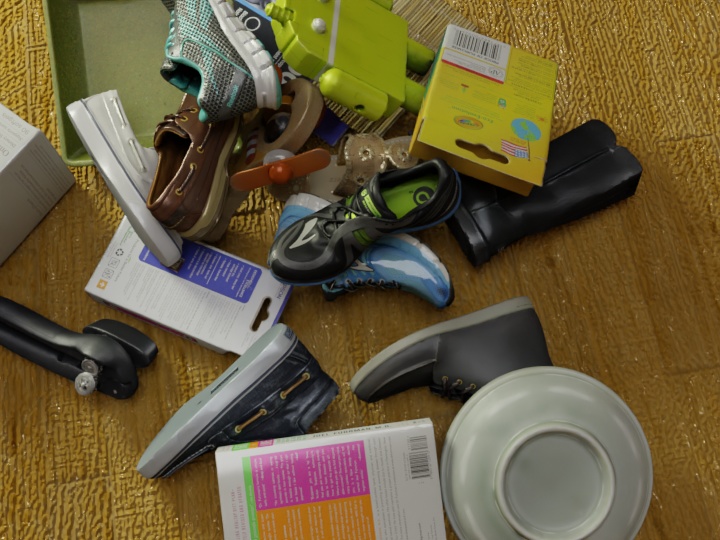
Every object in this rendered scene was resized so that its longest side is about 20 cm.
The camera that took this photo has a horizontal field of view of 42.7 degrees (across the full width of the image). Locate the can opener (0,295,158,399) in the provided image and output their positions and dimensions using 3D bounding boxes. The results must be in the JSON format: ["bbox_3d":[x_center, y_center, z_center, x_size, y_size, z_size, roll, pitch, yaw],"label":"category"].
[{"bbox_3d":[-0.305,0.075,0.922,0.199,0.079,0.064,16,110,10],"label":"can opener"}]

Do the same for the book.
[{"bbox_3d":[-0.025,0.215,0.840,0.198,0.048,0.135,-6,91,-3],"label":"book"}]

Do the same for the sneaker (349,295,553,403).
[{"bbox_3d":[0.095,0.106,0.883,0.199,0.075,0.107,-22,71,-7],"label":"sneaker"}]

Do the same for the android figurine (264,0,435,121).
[{"bbox_3d":[-0.010,-0.237,0.947,0.199,0.041,0.183,25,51,-25],"label":"android figurine"}]

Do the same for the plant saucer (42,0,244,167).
[{"bbox_3d":[-0.227,-0.220,0.991,0.198,0.048,0.202,-4,100,0],"label":"plant saucer"}]

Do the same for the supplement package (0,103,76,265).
[{"bbox_3d":[-0.413,-0.073,0.939,0.117,0.117,0.200,34,75,12],"label":"supplement package"}]

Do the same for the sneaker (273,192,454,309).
[{"bbox_3d":[0.000,0.000,0.927,0.199,0.078,0.090,22,74,16],"label":"sneaker"}]

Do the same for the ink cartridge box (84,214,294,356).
[{"bbox_3d":[-0.172,0.019,0.943,0.199,0.037,0.095,21,71,11],"label":"ink cartridge box"}]

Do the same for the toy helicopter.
[{"bbox_3d":[-0.103,-0.104,0.933,0.200,0.079,0.132,-51,38,13],"label":"toy helicopter"}]

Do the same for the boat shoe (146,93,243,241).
[{"bbox_3d":[-0.164,-0.131,0.905,0.072,0.067,0.202,-17,58,42],"label":"boat shoe"}]

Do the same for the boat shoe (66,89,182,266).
[{"bbox_3d":[-0.224,-0.098,0.936,0.065,0.072,0.201,-30,71,-15],"label":"boat shoe"}]

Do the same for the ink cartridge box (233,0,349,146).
[{"bbox_3d":[-0.052,-0.270,1.041,0.199,0.043,0.199,34,74,11],"label":"ink cartridge box"}]

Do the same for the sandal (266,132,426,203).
[{"bbox_3d":[-0.011,-0.102,0.925,0.210,0.070,0.078,-4,77,24],"label":"sandal"}]

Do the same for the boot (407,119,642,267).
[{"bbox_3d":[0.169,-0.114,0.965,0.199,0.066,0.166,-26,74,-7],"label":"boot"}]

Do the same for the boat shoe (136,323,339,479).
[{"bbox_3d":[-0.115,0.149,0.877,0.200,0.071,0.091,-42,103,5],"label":"boat shoe"}]

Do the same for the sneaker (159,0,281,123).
[{"bbox_3d":[-0.159,-0.219,0.888,0.091,0.078,0.200,-28,61,-18],"label":"sneaker"}]

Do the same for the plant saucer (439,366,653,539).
[{"bbox_3d":[0.172,0.189,0.832,0.198,0.050,0.202,0,88,-1],"label":"plant saucer"}]

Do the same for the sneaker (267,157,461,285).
[{"bbox_3d":[0.001,-0.052,0.859,0.198,0.083,0.071,-26,67,-3],"label":"sneaker"}]

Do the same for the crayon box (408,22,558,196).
[{"bbox_3d":[0.122,-0.152,0.908,0.126,0.051,0.201,20,47,-2],"label":"crayon box"}]

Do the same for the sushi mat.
[{"bbox_3d":[0.038,-0.234,1.021,0.096,0.012,0.200,42,72,-4],"label":"sushi mat"}]
